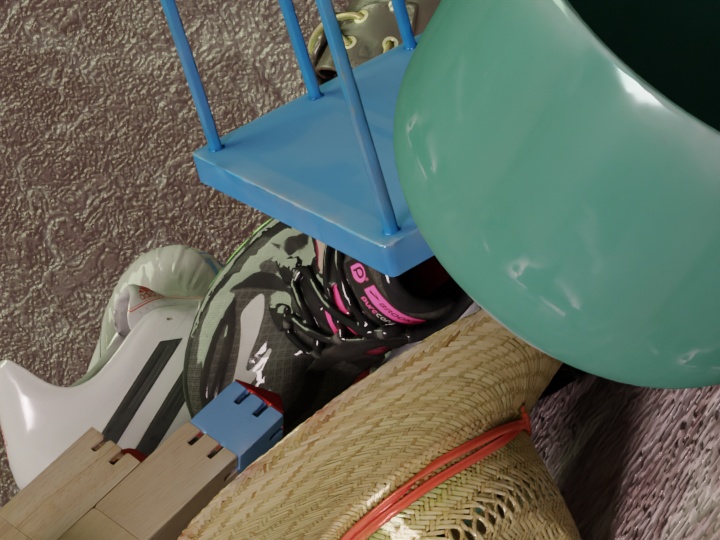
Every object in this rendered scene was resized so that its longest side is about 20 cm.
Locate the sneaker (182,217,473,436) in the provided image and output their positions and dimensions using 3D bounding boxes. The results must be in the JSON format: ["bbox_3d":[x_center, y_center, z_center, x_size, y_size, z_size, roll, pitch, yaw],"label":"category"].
[{"bbox_3d":[0.000,0.000,0.890,0.200,0.077,0.084,-44,5,18],"label":"sneaker"}]

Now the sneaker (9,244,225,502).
[{"bbox_3d":[-0.105,0.086,1.035,0.200,0.072,0.072,-66,-26,-5],"label":"sneaker"}]

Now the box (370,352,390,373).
[{"bbox_3d":[0.018,0.059,1.028,0.200,0.038,0.137,-41,10,6],"label":"box"}]

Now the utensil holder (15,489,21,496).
[{"bbox_3d":[-0.122,0.216,1.100,0.170,0.170,0.200,-54,11,39],"label":"utensil holder"}]

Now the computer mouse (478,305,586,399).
[{"bbox_3d":[0.068,0.012,0.857,0.059,0.034,0.200,-34,-16,-6],"label":"computer mouse"}]

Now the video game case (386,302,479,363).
[{"bbox_3d":[0.099,-0.048,0.956,0.200,0.023,0.182,-41,11,25],"label":"video game case"}]

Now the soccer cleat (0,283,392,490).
[{"bbox_3d":[-0.061,0.036,0.973,0.200,0.085,0.069,-26,2,-20],"label":"soccer cleat"}]

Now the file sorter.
[{"bbox_3d":[0.039,-0.110,0.826,0.200,0.123,0.139,-30,29,-22],"label":"file sorter"}]

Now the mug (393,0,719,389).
[{"bbox_3d":[0.098,-0.040,0.712,0.185,0.152,0.114,-5,-40,-42],"label":"mug"}]

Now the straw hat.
[{"bbox_3d":[0.032,0.092,0.793,0.201,0.085,0.201,-32,-15,-10],"label":"straw hat"}]

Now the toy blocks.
[{"bbox_3d":[-0.085,0.122,0.885,0.137,0.100,0.200,-42,-27,-31],"label":"toy blocks"}]

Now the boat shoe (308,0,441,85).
[{"bbox_3d":[0.008,-0.088,1.076,0.072,0.060,0.202,171,106,-67],"label":"boat shoe"}]
